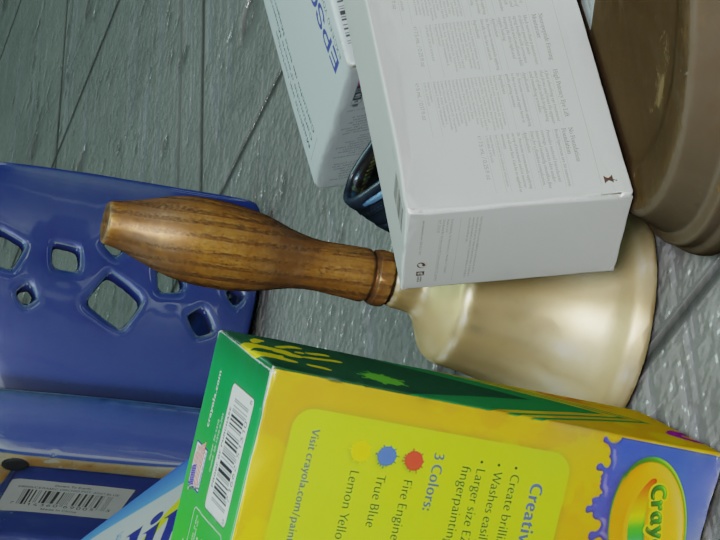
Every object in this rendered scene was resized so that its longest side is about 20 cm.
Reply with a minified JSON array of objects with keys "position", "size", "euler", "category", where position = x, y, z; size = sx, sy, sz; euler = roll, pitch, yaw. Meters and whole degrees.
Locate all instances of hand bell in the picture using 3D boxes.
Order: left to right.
[{"position":[0.000,0.000,0.800],"size":[0.104,0.199,0.105],"euler":[-167,90,-73],"category":"hand bell"}]

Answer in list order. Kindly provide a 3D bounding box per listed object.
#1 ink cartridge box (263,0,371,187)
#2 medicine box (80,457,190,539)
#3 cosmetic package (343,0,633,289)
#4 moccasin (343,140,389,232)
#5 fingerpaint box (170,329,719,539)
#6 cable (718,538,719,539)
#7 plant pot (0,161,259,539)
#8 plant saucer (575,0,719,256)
[{"position":[-0.027,-0.151,1.081],"size":[0.200,0.043,0.198],"euler":[114,143,-67],"category":"ink cartridge box"},{"position":[-0.075,0.181,0.899],"size":[0.182,0.103,0.200],"euler":[-37,20,18],"category":"medicine box"},{"position":[0.040,-0.088,0.803],"size":[0.051,0.082,0.201],"euler":[92,171,-53],"category":"cosmetic package"},{"position":[0.051,-0.087,0.913],"size":[0.081,0.068,0.201],"euler":[-103,32,-54],"category":"moccasin"},{"position":[0.014,0.136,0.723],"size":[0.073,0.166,0.202],"euler":[-152,74,-70],"category":"fingerpaint box"},{"position":[0.108,0.081,0.482],"size":[0.201,0.051,0.163],"euler":[-54,-21,14],"category":"cable"},{"position":[-0.177,0.067,1.322],"size":[0.200,0.198,0.181],"euler":[128,143,-53],"category":"plant pot"},{"position":[0.102,-0.104,0.736],"size":[0.200,0.029,0.202],"euler":[175,90,-82],"category":"plant saucer"}]
